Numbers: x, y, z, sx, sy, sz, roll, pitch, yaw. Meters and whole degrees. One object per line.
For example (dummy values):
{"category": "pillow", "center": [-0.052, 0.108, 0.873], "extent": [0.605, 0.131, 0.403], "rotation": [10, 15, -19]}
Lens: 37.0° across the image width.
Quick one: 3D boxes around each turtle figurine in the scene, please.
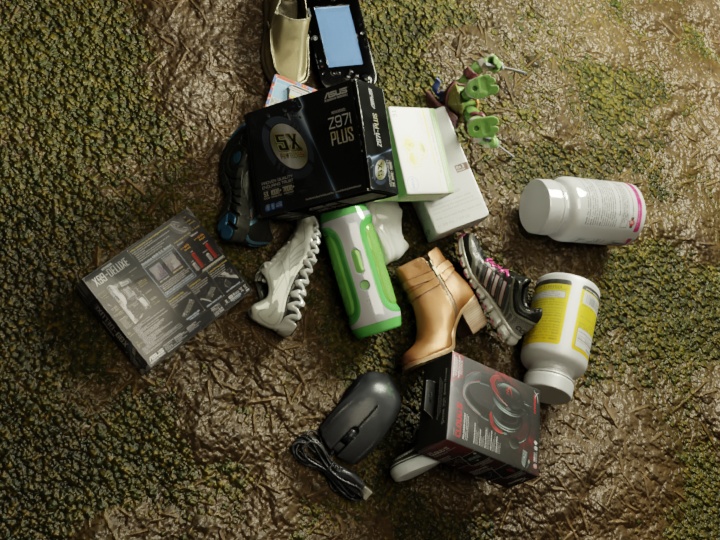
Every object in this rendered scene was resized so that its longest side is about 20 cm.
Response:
{"category": "turtle figurine", "center": [0.220, -0.283, 1.806], "extent": [0.200, 0.194, 0.144], "rotation": [28, 102, -8]}

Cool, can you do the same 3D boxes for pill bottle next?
{"category": "pill bottle", "center": [0.326, 0.114, 1.779], "extent": [0.111, 0.111, 0.200], "rotation": [25, 63, -17]}
{"category": "pill bottle", "center": [0.386, -0.105, 1.881], "extent": [0.200, 0.113, 0.114], "rotation": [3, 72, -26]}

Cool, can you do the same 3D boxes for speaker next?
{"category": "speaker", "center": [0.000, 0.000, 1.662], "extent": [0.088, 0.088, 0.200], "rotation": [-16, 87, -29]}

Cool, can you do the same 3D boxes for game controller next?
{"category": "game controller", "center": [-0.039, -0.390, 1.807], "extent": [0.104, 0.042, 0.200], "rotation": [-7, 76, -28]}

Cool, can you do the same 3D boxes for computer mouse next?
{"category": "computer mouse", "center": [0.002, 0.233, 1.614], "extent": [0.138, 0.053, 0.200], "rotation": [41, 60, -8]}

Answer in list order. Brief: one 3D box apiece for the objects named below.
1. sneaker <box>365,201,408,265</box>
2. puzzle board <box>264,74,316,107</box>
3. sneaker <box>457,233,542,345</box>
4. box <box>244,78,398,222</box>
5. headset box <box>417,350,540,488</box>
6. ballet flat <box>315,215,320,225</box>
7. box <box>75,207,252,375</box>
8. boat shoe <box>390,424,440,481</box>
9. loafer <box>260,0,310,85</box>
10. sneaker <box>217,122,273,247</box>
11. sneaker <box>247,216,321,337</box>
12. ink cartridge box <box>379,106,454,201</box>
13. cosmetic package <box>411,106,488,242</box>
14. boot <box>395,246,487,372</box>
{"category": "sneaker", "center": [0.025, -0.112, 1.727], "extent": [0.088, 0.075, 0.200], "rotation": [-25, 104, -42]}
{"category": "puzzle board", "center": [-0.067, -0.210, 1.725], "extent": [0.200, 0.017, 0.151], "rotation": [19, 82, -20]}
{"category": "sneaker", "center": [0.232, 0.018, 1.761], "extent": [0.200, 0.087, 0.074], "rotation": [62, 17, 11]}
{"category": "box", "center": [-0.059, -0.172, 1.580], "extent": [0.086, 0.200, 0.164], "rotation": [3, 77, -60]}
{"category": "headset box", "center": [0.173, 0.223, 1.623], "extent": [0.200, 0.075, 0.149], "rotation": [26, 53, -25]}
{"category": "ballet flat", "center": [-0.073, -0.169, 1.674], "extent": [0.068, 0.072, 0.200], "rotation": [-5, 90, -22]}
{"category": "box", "center": [-0.279, 0.028, 1.544], "extent": [0.200, 0.050, 0.158], "rotation": [-40, 93, -31]}
{"category": "boat shoe", "center": [0.112, 0.261, 1.657], "extent": [0.200, 0.072, 0.071], "rotation": [-21, 75, -41]}
{"category": "loafer", "center": [-0.120, -0.384, 1.749], "extent": [0.076, 0.067, 0.200], "rotation": [-1, 74, -26]}
{"category": "sneaker", "center": [-0.169, -0.131, 1.651], "extent": [0.082, 0.073, 0.200], "rotation": [17, 71, -38]}
{"category": "sneaker", "center": [-0.113, -0.003, 1.628], "extent": [0.081, 0.075, 0.200], "rotation": [19, 65, -10]}
{"category": "ink cartridge box", "center": [0.045, -0.180, 1.670], "extent": [0.200, 0.048, 0.146], "rotation": [-4, 78, -40]}
{"category": "cosmetic package", "center": [0.125, -0.158, 1.780], "extent": [0.101, 0.074, 0.200], "rotation": [-22, 84, -12]}
{"category": "boot", "center": [0.103, 0.060, 1.706], "extent": [0.200, 0.077, 0.155], "rotation": [-33, 90, -32]}
